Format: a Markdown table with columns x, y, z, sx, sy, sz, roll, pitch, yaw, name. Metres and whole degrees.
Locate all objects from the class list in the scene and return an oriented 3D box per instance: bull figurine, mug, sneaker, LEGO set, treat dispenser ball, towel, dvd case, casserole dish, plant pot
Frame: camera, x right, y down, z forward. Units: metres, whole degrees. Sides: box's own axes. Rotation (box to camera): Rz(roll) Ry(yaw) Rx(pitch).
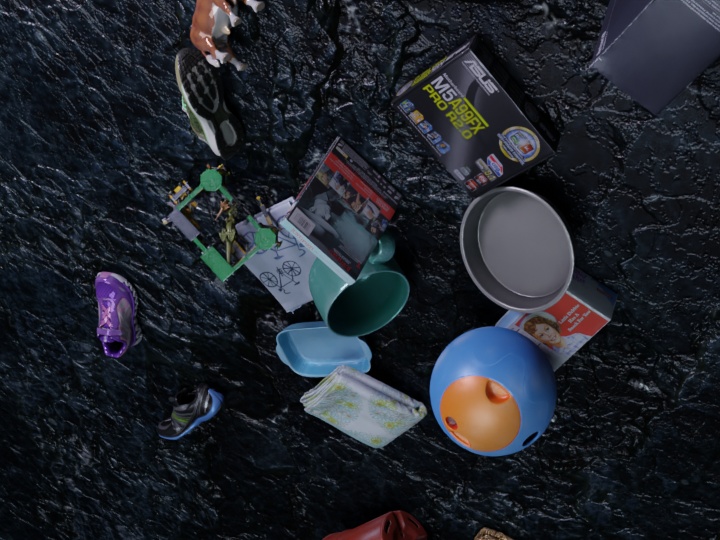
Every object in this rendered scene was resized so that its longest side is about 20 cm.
| x | y | z | sx | sy | sz | roll | pitch | yaw | name |
| --- | --- | --- | --- | --- | --- | --- | --- | --- | --- |
| -0.200 | -0.382 | 1.494 | 0.122 | 0.065 | 0.201 | 52 | 148 | 22 | bull figurine |
| 0.002 | 0.007 | 1.707 | 0.185 | 0.115 | 0.152 | -41 | 141 | 12 | mug |
| -0.260 | -0.263 | 1.631 | 0.088 | 0.077 | 0.201 | 17 | 144 | 33 | sneaker |
| -0.231 | -0.084 | 1.761 | 0.200 | 0.116 | 0.154 | 40 | 101 | -6 | LEGO set |
| 0.209 | 0.190 | 1.630 | 0.199 | 0.201 | 0.202 | 13 | 133 | 14 | treat dispenser ball |
| 0.002 | 0.261 | 1.963 | 0.199 | 0.048 | 0.171 | 28 | 144 | -15 | towel |
| -0.025 | -0.094 | 1.583 | 0.146 | 0.201 | 0.022 | 41 | 139 | -15 | dvd case |
| -0.064 | 0.141 | 1.922 | 0.198 | 0.039 | 0.122 | -6 | 126 | 28 | casserole dish |
| -0.488 | 0.095 | 2.043 | 0.080 | 0.089 | 0.201 | 12 | 132 | 17 | sneaker |
| -0.366 | 0.292 | 2.178 | 0.083 | 0.071 | 0.199 | 46 | 127 | -11 | sneaker |
| 0.037 | 0.617 | 2.199 | 0.201 | 0.201 | 0.195 | 41 | 126 | -13 | plant pot |

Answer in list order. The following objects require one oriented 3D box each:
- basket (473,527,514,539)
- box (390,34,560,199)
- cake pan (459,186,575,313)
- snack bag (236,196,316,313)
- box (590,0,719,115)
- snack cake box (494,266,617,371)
| x | y | z | sx | sy | sz | roll | pitch | yaw | name |
| --- | --- | --- | --- | --- | --- | --- | --- | --- | --- |
| 0.313 | 0.644 | 2.174 | 0.199 | 0.150 | 0.143 | 22 | 168 | 5 | basket |
| 0.166 | -0.217 | 1.496 | 0.160 | 0.044 | 0.200 | -28 | 114 | 40 | box |
| 0.244 | -0.035 | 1.577 | 0.199 | 0.037 | 0.202 | 18 | 120 | 35 | cake pan |
| -0.122 | -0.024 | 1.816 | 0.188 | 0.021 | 0.200 | -23 | 116 | 38 | snack bag |
| 0.376 | -0.317 | 1.201 | 0.104 | 0.201 | 0.182 | 35 | 135 | -9 | box |
| 0.308 | 0.083 | 1.678 | 0.115 | 0.067 | 0.200 | 34 | 134 | -4 | snack cake box |
